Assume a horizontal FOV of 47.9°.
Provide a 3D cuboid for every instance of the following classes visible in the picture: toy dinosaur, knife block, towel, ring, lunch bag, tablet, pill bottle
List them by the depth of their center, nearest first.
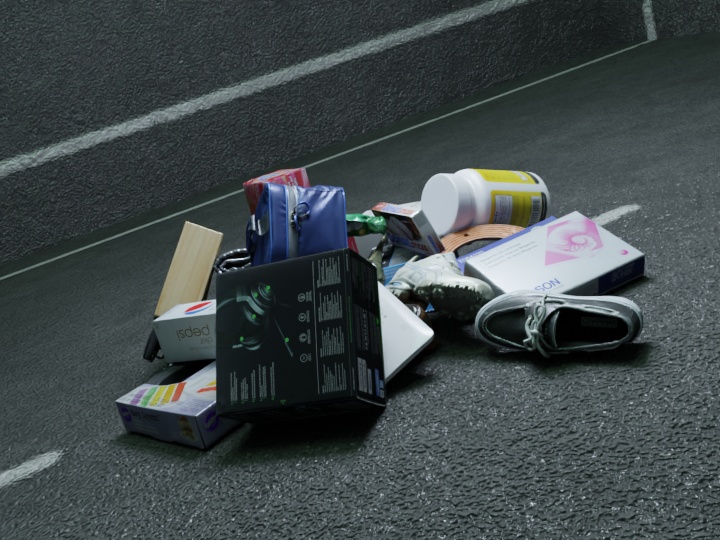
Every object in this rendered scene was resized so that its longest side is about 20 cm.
[{"bbox_3d":[-0.001,0.079,1.049,0.130,0.014,0.200,-42,37,-5],"label":"tablet"},{"bbox_3d":[-0.098,-0.040,1.146,0.130,0.138,0.200,1,-17,-14],"label":"lunch bag"},{"bbox_3d":[0.189,-0.004,1.173,0.197,0.019,0.202,-7,36,5],"label":"ring"},{"bbox_3d":[0.000,0.000,1.224,0.086,0.048,0.201,-6,28,7],"label":"toy dinosaur"},{"bbox_3d":[-0.278,0.052,1.250,0.063,0.202,0.177,17,33,-7],"label":"knife block"},{"bbox_3d":[0.203,-0.106,1.318,0.197,0.117,0.114,-2,6,-34],"label":"pill bottle"},{"bbox_3d":[-0.137,0.003,1.322,0.196,0.087,0.166,-5,-4,-8],"label":"towel"}]

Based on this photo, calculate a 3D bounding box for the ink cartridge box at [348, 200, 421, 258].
[{"bbox_3d":[0.075,-0.064,1.470,0.197,0.086,0.145,-8,18,31],"label":"ink cartridge box"}]

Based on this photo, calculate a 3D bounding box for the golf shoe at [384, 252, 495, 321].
[{"bbox_3d":[0.109,0.010,1.077,0.199,0.078,0.098,2,54,53],"label":"golf shoe"}]

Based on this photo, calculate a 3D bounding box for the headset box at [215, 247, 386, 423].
[{"bbox_3d":[-0.080,0.084,0.970,0.197,0.177,0.093,-11,-19,21],"label":"headset box"}]

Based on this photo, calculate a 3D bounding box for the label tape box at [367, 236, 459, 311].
[{"bbox_3d":[0.079,0.005,1.281,0.142,0.064,0.200,-14,16,14],"label":"label tape box"}]

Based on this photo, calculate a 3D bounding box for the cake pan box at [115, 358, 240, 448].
[{"bbox_3d":[-0.207,0.161,1.098,0.198,0.053,0.183,-1,21,44],"label":"cake pan box"}]

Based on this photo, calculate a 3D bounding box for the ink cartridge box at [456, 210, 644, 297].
[{"bbox_3d":[0.250,-0.017,1.117,0.194,0.044,0.200,-23,37,-17],"label":"ink cartridge box"}]

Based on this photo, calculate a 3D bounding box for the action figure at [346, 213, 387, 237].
[{"bbox_3d":[-0.049,-0.067,1.307,0.197,0.056,0.118,-4,-1,23],"label":"action figure"}]

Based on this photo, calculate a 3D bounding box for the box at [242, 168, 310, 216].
[{"bbox_3d":[-0.141,-0.087,1.561,0.095,0.203,0.099,-24,18,-31],"label":"box"}]

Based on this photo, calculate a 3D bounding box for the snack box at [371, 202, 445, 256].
[{"bbox_3d":[0.071,-0.065,1.249,0.024,0.072,0.200,-36,15,-9],"label":"snack box"}]

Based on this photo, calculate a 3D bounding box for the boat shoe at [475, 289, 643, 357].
[{"bbox_3d":[0.218,0.065,0.928,0.196,0.075,0.068,4,10,30],"label":"boat shoe"}]

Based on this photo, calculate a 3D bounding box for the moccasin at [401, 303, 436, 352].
[{"bbox_3d":[0.021,0.073,1.114,0.199,0.078,0.074,3,51,40],"label":"moccasin"}]

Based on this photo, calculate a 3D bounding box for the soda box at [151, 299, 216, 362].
[{"bbox_3d":[-0.192,0.080,1.136,0.197,0.069,0.064,-8,17,30],"label":"soda box"}]
